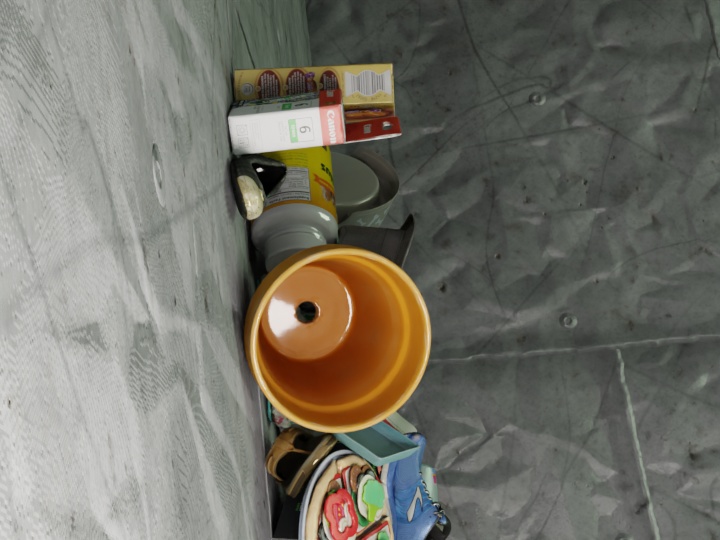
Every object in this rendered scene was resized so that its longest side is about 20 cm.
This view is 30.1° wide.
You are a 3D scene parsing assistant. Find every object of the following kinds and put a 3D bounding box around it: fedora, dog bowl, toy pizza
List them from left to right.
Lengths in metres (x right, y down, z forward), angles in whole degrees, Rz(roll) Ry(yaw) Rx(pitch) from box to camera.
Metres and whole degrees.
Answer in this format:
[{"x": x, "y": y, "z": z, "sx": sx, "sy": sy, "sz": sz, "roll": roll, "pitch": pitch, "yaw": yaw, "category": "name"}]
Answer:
[{"x": -0.047, "y": -0.116, "z": 1.908, "sx": 0.200, "sy": 0.200, "sz": 0.059, "roll": -95, "pitch": -167, "yaw": -54, "category": "dog bowl"}, {"x": -0.005, "y": 0.292, "z": 1.431, "sx": 0.200, "sy": 0.032, "sz": 0.201, "roll": 28, "pitch": 57, "yaw": -57, "category": "toy pizza"}, {"x": 0.000, "y": 0.000, "z": 1.702, "sx": 0.200, "sy": 0.090, "sz": 0.177, "roll": 115, "pitch": -5, "yaw": -82, "category": "fedora"}]

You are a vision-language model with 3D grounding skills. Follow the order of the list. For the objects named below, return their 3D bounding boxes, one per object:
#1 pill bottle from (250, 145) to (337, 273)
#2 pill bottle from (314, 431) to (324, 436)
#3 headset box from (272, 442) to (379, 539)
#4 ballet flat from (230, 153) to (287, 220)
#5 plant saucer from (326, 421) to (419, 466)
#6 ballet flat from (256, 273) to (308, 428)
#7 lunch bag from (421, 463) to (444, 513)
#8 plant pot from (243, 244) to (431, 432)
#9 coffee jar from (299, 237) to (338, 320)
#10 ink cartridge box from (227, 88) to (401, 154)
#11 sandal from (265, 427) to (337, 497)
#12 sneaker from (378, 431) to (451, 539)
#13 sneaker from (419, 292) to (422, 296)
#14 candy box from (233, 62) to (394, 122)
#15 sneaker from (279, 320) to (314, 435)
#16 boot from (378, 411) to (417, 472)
[{"x": -0.086, "y": -0.087, "z": 1.686, "sx": 0.109, "sy": 0.109, "sz": 0.200, "roll": 81, "pitch": 3, "yaw": -55, "category": "pill bottle"}, {"x": -0.046, "y": 0.195, "z": 1.884, "sx": 0.200, "sy": 0.109, "sz": 0.110, "roll": -95, "pitch": 178, "yaw": -60, "category": "pill bottle"}, {"x": -0.030, "y": 0.321, "z": 1.576, "sx": 0.174, "sy": 0.093, "sz": 0.200, "roll": -71, "pitch": 157, "yaw": -57, "category": "headset box"}, {"x": -0.118, "y": -0.105, "z": 1.546, "sx": 0.200, "sy": 0.057, "sz": 0.067, "roll": -92, "pitch": 174, "yaw": -74, "category": "ballet flat"}, {"x": -0.027, "y": 0.165, "z": 1.517, "sx": 0.070, "sy": 0.200, "sz": 0.019, "roll": -10, "pitch": 120, "yaw": -47, "category": "plant saucer"}, {"x": -0.087, "y": 0.097, "z": 1.645, "sx": 0.076, "sy": 0.064, "sz": 0.200, "roll": 74, "pitch": 9, "yaw": -69, "category": "ballet flat"}, {"x": 0.014, "y": 0.323, "z": 1.816, "sx": 0.160, "sy": 0.200, "sz": 0.077, "roll": 84, "pitch": 2, "yaw": -60, "category": "lunch bag"}, {"x": -0.043, "y": 0.063, "z": 1.507, "sx": 0.183, "sy": 0.200, "sz": 0.201, "roll": -152, "pitch": -126, "yaw": -72, "category": "plant pot"}, {"x": -0.073, "y": 0.010, "z": 1.811, "sx": 0.085, "sy": 0.104, "sz": 0.200, "roll": -126, "pitch": -154, "yaw": -62, "category": "coffee jar"}, {"x": -0.054, "y": -0.183, "z": 1.601, "sx": 0.109, "sy": 0.200, "sz": 0.050, "roll": -93, "pitch": 176, "yaw": -72, "category": "ink cartridge box"}, {"x": -0.078, "y": 0.206, "z": 1.510, "sx": 0.080, "sy": 0.054, "sz": 0.200, "roll": -55, "pitch": -170, "yaw": -8, "category": "sandal"}, {"x": 0.067, "y": 0.289, "z": 1.595, "sx": 0.079, "sy": 0.089, "sz": 0.200, "roll": 71, "pitch": 21, "yaw": -58, "category": "sneaker"}, {"x": 0.053, "y": 0.091, "z": 1.741, "sx": 0.200, "sy": 0.072, "sz": 0.083, "roll": 110, "pitch": -1, "yaw": -56, "category": "sneaker"}, {"x": -0.056, "y": -0.224, "z": 1.713, "sx": 0.117, "sy": 0.200, "sz": 0.057, "roll": 74, "pitch": 13, "yaw": -85, "category": "candy box"}, {"x": -0.052, "y": 0.160, "z": 1.736, "sx": 0.074, "sy": 0.115, "sz": 0.200, "roll": 88, "pitch": -3, "yaw": -86, "category": "sneaker"}, {"x": -0.008, "y": 0.228, "z": 1.676, "sx": 0.200, "sy": 0.072, "sz": 0.144, "roll": 41, "pitch": 52, "yaw": -38, "category": "boot"}]
